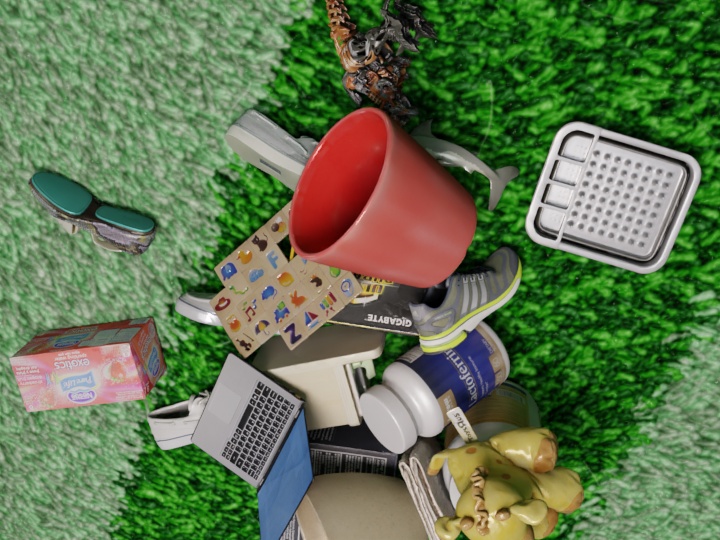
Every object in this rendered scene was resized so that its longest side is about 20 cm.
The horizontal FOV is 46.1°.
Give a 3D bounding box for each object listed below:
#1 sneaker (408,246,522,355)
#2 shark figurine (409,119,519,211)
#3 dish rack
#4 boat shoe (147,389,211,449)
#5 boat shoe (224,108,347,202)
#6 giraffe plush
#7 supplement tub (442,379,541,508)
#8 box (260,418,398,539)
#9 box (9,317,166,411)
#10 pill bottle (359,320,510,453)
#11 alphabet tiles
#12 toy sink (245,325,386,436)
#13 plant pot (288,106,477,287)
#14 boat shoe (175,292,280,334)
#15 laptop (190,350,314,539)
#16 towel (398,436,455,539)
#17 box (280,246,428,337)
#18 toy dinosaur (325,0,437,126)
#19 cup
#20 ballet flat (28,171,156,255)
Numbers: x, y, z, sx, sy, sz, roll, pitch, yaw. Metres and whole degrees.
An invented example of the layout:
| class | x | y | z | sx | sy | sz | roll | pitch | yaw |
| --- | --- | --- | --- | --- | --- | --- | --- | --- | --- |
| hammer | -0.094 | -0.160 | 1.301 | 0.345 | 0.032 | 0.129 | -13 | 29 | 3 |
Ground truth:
| class | x | y | z | sx | sy | sz | roll | pitch | yaw |
| --- | --- | --- | --- | --- | --- | --- | --- | --- | --- |
| sneaker | 0.144 | 0.025 | 1.145 | 0.074 | 0.200 | 0.081 | 5 | 130 | 53 |
| shark figurine | 0.105 | -0.162 | 1.135 | 0.212 | 0.090 | 0.129 | 7 | 144 | 14 |
| dish rack | 0.335 | -0.099 | 1.139 | 0.198 | 0.044 | 0.173 | 17 | 110 | 2 |
| boat shoe | -0.244 | 0.222 | 1.316 | 0.199 | 0.074 | 0.066 | -21 | 109 | 13 |
| boat shoe | -0.087 | -0.156 | 1.158 | 0.200 | 0.070 | 0.072 | 32 | 72 | 4 |
| giraffe plush | 0.169 | 0.277 | 1.015 | 0.200 | 0.162 | 0.173 | 41 | 109 | -8 |
| supplement tub | 0.189 | 0.257 | 1.199 | 0.143 | 0.200 | 0.146 | 3 | 109 | 7 |
| box | -0.043 | 0.325 | 1.296 | 0.196 | 0.123 | 0.202 | 7 | 109 | 5 |
| box | -0.414 | 0.144 | 1.297 | 0.198 | 0.103 | 0.096 | -8 | 108 | 10 |
| pill bottle | 0.102 | 0.157 | 1.172 | 0.199 | 0.115 | 0.116 | -33 | 106 | -25 |
| alphabet tiles | -0.114 | 0.023 | 1.166 | 0.200 | 0.008 | 0.168 | -39 | 72 | 14 |
| toy sink | -0.047 | 0.156 | 1.236 | 0.198 | 0.130 | 0.113 | -12 | 107 | 11 |
| plant pot | 0.037 | -0.075 | 1.058 | 0.176 | 0.201 | 0.201 | 26 | 113 | -31 |
| boat shoe | -0.170 | 0.047 | 1.245 | 0.198 | 0.074 | 0.066 | 8 | 102 | -5 |
| laptop | -0.154 | 0.254 | 1.155 | 0.199 | 0.116 | 0.188 | 33 | 121 | 8 |
| towel | 0.103 | 0.296 | 1.189 | 0.034 | 0.200 | 0.134 | -22 | 91 | 12 |
| box | 0.000 | 0.000 | 1.185 | 0.198 | 0.049 | 0.161 | 9 | 82 | 5 |
| toy dinosaur | 0.016 | -0.284 | 1.098 | 0.135 | 0.103 | 0.200 | -28 | 126 | 33 |
| cup | 0.007 | 0.358 | 1.155 | 0.142 | 0.200 | 0.202 | -18 | 108 | -19 |
| ballet flat | -0.398 | -0.074 | 1.240 | 0.199 | 0.072 | 0.073 | 24 | 111 | 1 |
